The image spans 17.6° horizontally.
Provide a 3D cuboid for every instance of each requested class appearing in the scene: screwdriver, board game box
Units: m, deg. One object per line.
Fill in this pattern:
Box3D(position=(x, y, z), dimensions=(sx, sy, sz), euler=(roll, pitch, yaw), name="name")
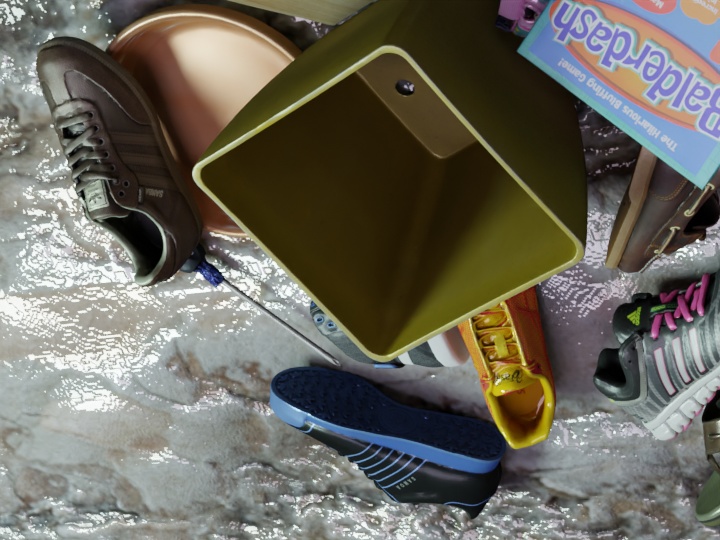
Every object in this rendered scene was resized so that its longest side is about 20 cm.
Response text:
Box3D(position=(-0.098, 0.020, 1.843), dimensions=(0.200, 0.029, 0.028), euler=(39, 131, -3), name="screwdriver")
Box3D(position=(0.213, -0.175, 1.452), dimensions=(0.152, 0.045, 0.201), euler=(36, 119, 6), name="board game box")

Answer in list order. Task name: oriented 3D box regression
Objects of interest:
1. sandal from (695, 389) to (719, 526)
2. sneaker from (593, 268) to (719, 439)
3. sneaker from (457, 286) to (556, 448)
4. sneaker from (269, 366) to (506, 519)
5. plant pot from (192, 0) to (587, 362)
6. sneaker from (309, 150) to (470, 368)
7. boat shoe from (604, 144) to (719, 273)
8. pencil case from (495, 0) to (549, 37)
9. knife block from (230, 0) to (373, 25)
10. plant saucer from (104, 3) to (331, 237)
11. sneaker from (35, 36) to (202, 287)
Box3D(position=(0.286, 0.100, 1.720), dimensions=(0.057, 0.080, 0.202), euler=(19, 122, 2), name="sandal")
Box3D(position=(0.231, 0.043, 1.687), dimensions=(0.087, 0.074, 0.200), euler=(24, 136, -5), name="sneaker")
Box3D(position=(0.109, 0.045, 1.741), dimensions=(0.072, 0.077, 0.201), euler=(-20, 122, 8), name="sneaker")
Box3D(position=(0.016, 0.143, 1.869), dimensions=(0.198, 0.070, 0.078), euler=(19, 126, 8), name="sneaker")
Box3D(position=(0.038, -0.094, 1.597), dimensions=(0.199, 0.177, 0.200), euler=(-29, 116, 37), name="plant pot")
Box3D(position=(0.000, 0.000, 1.760), dimensions=(0.111, 0.073, 0.201), euler=(-9, 123, 27), name="sneaker")
Box3D(position=(0.215, -0.045, 1.605), dimensions=(0.070, 0.071, 0.200), euler=(17, 159, 3), name="boat shoe")
Box3D(position=(0.193, -0.161, 1.547), dimensions=(0.199, 0.088, 0.088), euler=(23, 132, 4), name="pencil case")
Box3D(position=(-0.082, -0.216, 1.558), dimensions=(0.064, 0.176, 0.200), euler=(-26, 113, 37), name="knife block")
Box3D(position=(-0.103, -0.115, 1.738), dimensions=(0.198, 0.038, 0.201), euler=(12, 130, 15), name="plant saucer")
Box3D(position=(-0.183, -0.079, 1.726), dimensions=(0.070, 0.076, 0.201), euler=(-16, 119, 32), name="sneaker")
